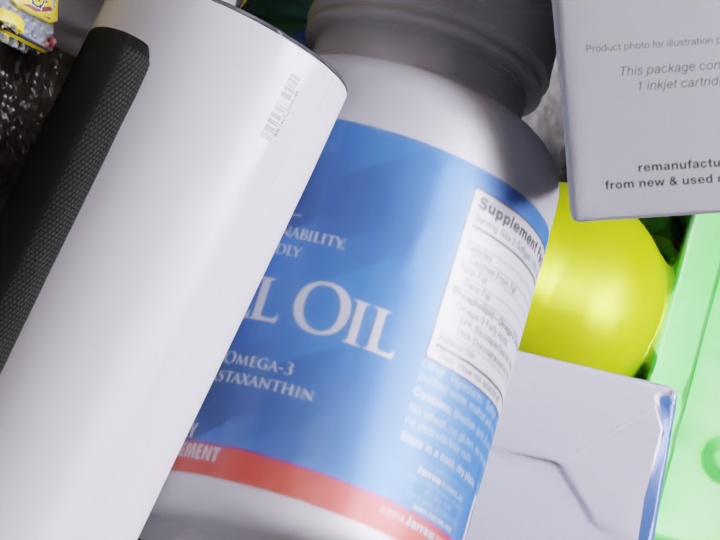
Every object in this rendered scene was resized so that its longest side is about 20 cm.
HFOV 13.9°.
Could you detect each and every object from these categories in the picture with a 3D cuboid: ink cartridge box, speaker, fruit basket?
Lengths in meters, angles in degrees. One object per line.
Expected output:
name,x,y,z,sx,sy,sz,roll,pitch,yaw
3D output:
ink cartridge box,0.101,-0.130,0.942,0.145,0.084,0.202,-63,149,-75
speaker,-0.079,0.019,0.871,0.081,0.081,0.201,35,77,-51
fruit basket,0.100,0.029,1.245,0.214,0.155,0.217,3,77,-14
ink cartridge box,0.038,0.079,1.092,0.200,0.135,0.077,85,18,-80

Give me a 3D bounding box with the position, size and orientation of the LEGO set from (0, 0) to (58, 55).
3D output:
LEGO set,-0.155,-0.066,0.833,0.200,0.115,0.155,36,50,-46

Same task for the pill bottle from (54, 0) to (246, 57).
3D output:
pill bottle,-0.047,-0.169,1.004,0.200,0.111,0.112,-55,135,-36

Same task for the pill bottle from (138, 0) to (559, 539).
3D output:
pill bottle,0.000,0.000,0.950,0.112,0.112,0.201,37,63,-50

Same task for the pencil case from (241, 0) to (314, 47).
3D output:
pencil case,-0.059,-0.009,1.027,0.088,0.088,0.201,35,63,-51
